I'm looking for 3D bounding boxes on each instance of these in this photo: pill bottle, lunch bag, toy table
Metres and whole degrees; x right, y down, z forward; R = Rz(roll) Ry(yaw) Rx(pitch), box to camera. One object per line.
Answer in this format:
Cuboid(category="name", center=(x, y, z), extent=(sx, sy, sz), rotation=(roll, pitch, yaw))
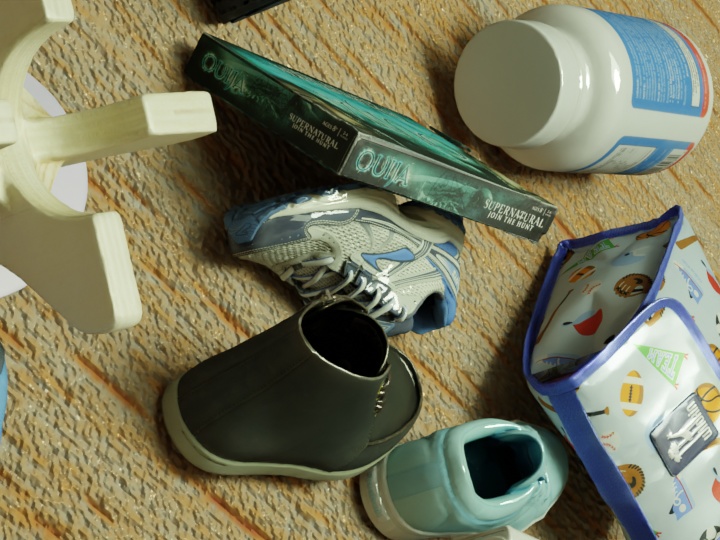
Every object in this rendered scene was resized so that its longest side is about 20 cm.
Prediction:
Cuboid(category="pill bottle", center=(0.150, -0.122, 1.457), extent=(0.200, 0.112, 0.113), rotation=(0, 74, -56))
Cuboid(category="lunch bag", center=(0.189, 0.082, 1.397), extent=(0.170, 0.123, 0.200), rotation=(59, 32, -18))
Cuboid(category="toy table", center=(-0.162, -0.055, 0.958), extent=(0.200, 0.117, 0.185), rotation=(-30, 103, -54))

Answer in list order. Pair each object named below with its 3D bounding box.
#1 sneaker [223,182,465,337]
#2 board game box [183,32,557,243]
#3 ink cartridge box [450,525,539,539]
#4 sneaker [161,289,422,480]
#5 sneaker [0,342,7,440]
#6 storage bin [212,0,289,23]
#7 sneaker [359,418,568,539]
Cuboid(category="sneaker", center=(0.000, 0.000, 1.216), extent=(0.200, 0.077, 0.086), rotation=(6, 76, -52))
Cuboid(category="board game box", center=(0.010, -0.073, 1.225), extent=(0.200, 0.135, 0.028), rotation=(16, 105, -52))
Cuboid(category="ink cartridge box", center=(0.110, 0.246, 1.243), extent=(0.200, 0.084, 0.147), rotation=(29, 51, -46))
Cuboid(category="sneaker", center=(-0.003, 0.060, 1.138), extent=(0.200, 0.106, 0.075), rotation=(-5, 67, -56))
Cuboid(category="sneaker", center=(-0.186, 0.117, 0.902), extent=(0.079, 0.066, 0.201), rotation=(57, 34, -42))
Cuboid(category="storage bin", center=(0.006, -0.223, 1.214), extent=(0.135, 0.199, 0.094), rotation=(-33, 101, -56))
Cuboid(category="sneaker", center=(0.086, 0.122, 1.271), extent=(0.200, 0.082, 0.074), rotation=(-8, 81, -56))
